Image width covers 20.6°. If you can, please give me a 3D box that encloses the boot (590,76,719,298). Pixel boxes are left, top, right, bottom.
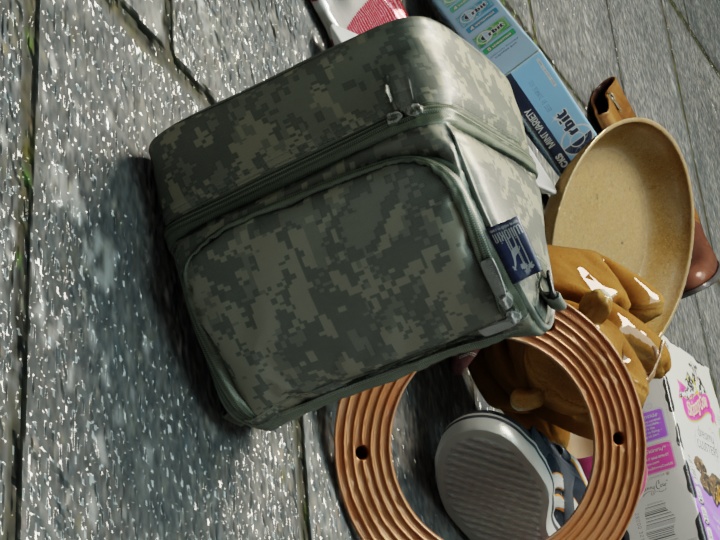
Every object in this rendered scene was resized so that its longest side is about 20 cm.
[{"bbox_3d":[0.300,-0.086,2.024,0.200,0.068,0.188,59,24,-23],"label":"boot"}]

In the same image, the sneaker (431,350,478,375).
[{"bbox_3d":[0.000,0.000,1.221,0.200,0.116,0.076,31,4,-8],"label":"sneaker"}]

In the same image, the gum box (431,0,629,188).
[{"bbox_3d":[0.126,-0.160,1.606,0.170,0.045,0.200,50,6,-40],"label":"gum box"}]

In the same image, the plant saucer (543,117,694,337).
[{"bbox_3d":[0.192,-0.021,1.539,0.200,0.035,0.201,-14,109,-47],"label":"plant saucer"}]

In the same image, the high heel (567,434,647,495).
[{"bbox_3d":[0.176,0.103,1.541,0.200,0.067,0.096,-87,159,-55],"label":"high heel"}]

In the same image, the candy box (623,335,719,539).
[{"bbox_3d":[0.271,0.168,1.717,0.168,0.071,0.201,29,46,-59],"label":"candy box"}]

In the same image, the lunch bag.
[{"bbox_3d":[0.002,-0.017,1.058,0.139,0.200,0.168,25,47,-60],"label":"lunch bag"}]

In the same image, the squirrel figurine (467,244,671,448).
[{"bbox_3d":[0.114,0.036,1.327,0.200,0.142,0.187,42,8,-4],"label":"squirrel figurine"}]

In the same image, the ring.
[{"bbox_3d":[0.078,0.106,1.197,0.019,0.200,0.201,155,-85,-73],"label":"ring"}]

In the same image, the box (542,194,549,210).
[{"bbox_3d":[0.091,-0.054,1.512,0.082,0.049,0.200,66,21,-7],"label":"box"}]

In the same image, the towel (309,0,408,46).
[{"bbox_3d":[-0.012,-0.218,1.450,0.200,0.023,0.144,63,23,-16],"label":"towel"}]

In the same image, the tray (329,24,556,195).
[{"bbox_3d":[0.057,-0.108,1.421,0.200,0.022,0.108,17,35,-48],"label":"tray"}]

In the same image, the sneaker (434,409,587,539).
[{"bbox_3d":[0.103,0.144,1.326,0.200,0.078,0.080,65,27,-43],"label":"sneaker"}]
